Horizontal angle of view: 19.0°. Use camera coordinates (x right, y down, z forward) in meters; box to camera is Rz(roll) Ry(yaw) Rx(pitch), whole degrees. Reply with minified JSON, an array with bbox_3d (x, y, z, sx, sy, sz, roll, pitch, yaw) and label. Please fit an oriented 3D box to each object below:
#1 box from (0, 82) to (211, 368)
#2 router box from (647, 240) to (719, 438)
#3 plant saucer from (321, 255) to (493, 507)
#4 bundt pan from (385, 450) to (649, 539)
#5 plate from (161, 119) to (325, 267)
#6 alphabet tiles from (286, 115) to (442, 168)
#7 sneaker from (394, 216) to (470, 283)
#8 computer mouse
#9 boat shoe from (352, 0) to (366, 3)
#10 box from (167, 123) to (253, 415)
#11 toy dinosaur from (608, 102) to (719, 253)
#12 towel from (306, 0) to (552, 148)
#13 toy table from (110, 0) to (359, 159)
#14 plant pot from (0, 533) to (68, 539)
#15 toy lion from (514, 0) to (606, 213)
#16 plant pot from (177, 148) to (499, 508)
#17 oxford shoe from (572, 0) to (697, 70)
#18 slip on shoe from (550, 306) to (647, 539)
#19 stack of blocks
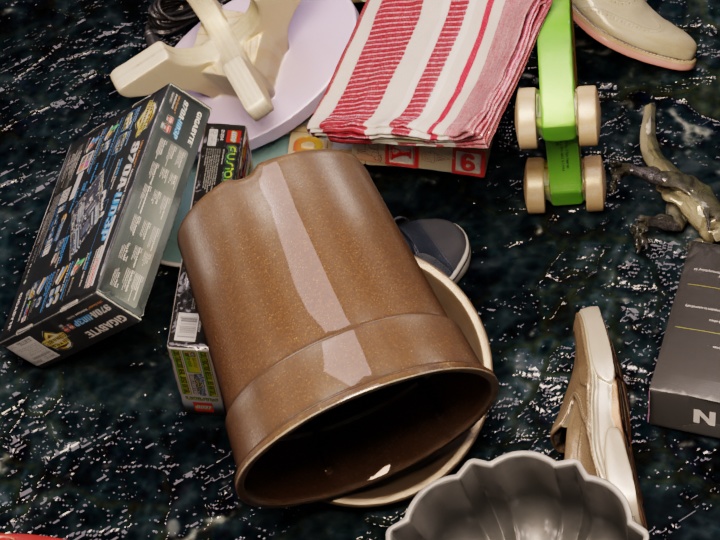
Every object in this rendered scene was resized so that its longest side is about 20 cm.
[{"bbox_3d":[-0.203,-0.035,1.704,0.159,0.046,0.201,-25,42,48],"label":"box"},{"bbox_3d":[0.329,0.064,1.627,0.198,0.051,0.150,11,54,16],"label":"router box"},{"bbox_3d":[0.001,0.081,1.625,0.198,0.029,0.202,-1,76,2],"label":"plant saucer"},{"bbox_3d":[0.111,0.231,1.481,0.200,0.076,0.203,-9,55,14],"label":"bundt pan"},{"bbox_3d":[-0.124,-0.072,1.820,0.198,0.026,0.201,-4,49,4],"label":"plate"},{"bbox_3d":[0.009,-0.147,1.858,0.198,0.006,0.167,3,44,2],"label":"alphabet tiles"},{"bbox_3d":[0.000,0.000,1.708,0.199,0.080,0.079,-26,51,-17],"label":"sneaker"},{"bbox_3d":[-0.106,-0.199,1.872,0.139,0.046,0.200,-17,46,-20],"label":"computer mouse"},{"bbox_3d":[-0.007,-0.262,1.909,0.200,0.063,0.074,-4,51,56],"label":"boat shoe"},{"bbox_3d":[-0.113,-0.002,1.680,0.034,0.110,0.201,4,61,6],"label":"box"},{"bbox_3d":[0.250,-0.061,1.750,0.087,0.048,0.201,-12,47,-23],"label":"toy dinosaur"},{"bbox_3d":[0.051,-0.165,1.706,0.199,0.023,0.145,5,64,46],"label":"towel"},{"bbox_3d":[-0.105,-0.186,1.778,0.200,0.117,0.184,-43,66,0],"label":"toy table"},{"bbox_3d":[-0.275,0.273,1.437,0.181,0.201,0.201,3,50,20],"label":"plant pot"},{"bbox_3d":[0.162,-0.157,1.749,0.068,0.200,0.193,-3,68,7],"label":"toy lion"},{"bbox_3d":[-0.028,0.035,1.534,0.199,0.201,0.199,-19,68,-9],"label":"plant pot"},{"bbox_3d":[0.212,-0.243,1.855,0.199,0.074,0.071,32,22,2],"label":"oxford shoe"},{"bbox_3d":[0.169,0.114,1.598,0.060,0.076,0.201,-13,54,11],"label":"slip on shoe"},{"bbox_3d":[0.067,-0.173,1.838,0.114,0.059,0.201,8,44,8],"label":"stack of blocks"}]
